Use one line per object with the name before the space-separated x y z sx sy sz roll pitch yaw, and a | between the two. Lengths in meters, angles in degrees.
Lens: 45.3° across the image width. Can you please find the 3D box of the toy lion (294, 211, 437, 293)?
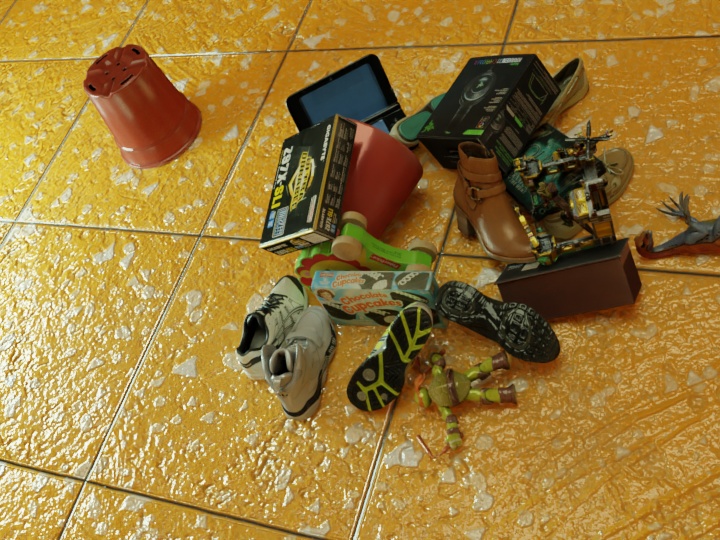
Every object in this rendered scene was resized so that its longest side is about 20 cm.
toy lion | 0.000 0.000 1.401 0.198 0.192 0.069 21 53 -12

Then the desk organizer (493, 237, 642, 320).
desk organizer | 0.312 0.020 1.300 0.199 0.078 0.072 -14 17 32

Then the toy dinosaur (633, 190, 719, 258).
toy dinosaur | 0.506 -0.052 1.271 0.181 0.105 0.201 -41 61 18

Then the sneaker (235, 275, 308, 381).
sneaker | -0.147 0.082 1.443 0.075 0.088 0.201 1 55 25

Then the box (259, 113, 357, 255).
box | -0.085 -0.134 1.389 0.159 0.049 0.202 -14 60 53

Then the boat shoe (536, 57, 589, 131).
boat shoe | 0.325 -0.294 1.528 0.200 0.063 0.073 -40 51 -8

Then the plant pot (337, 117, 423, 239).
plant pot | -0.016 -0.135 1.490 0.199 0.200 0.179 18 75 32

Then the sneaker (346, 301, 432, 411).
sneaker | 0.052 0.133 1.312 0.075 0.076 0.201 39 111 5

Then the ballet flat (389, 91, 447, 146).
ballet flat | 0.131 -0.274 1.586 0.199 0.070 0.069 -28 47 -26

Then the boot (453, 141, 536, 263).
boot | 0.220 -0.110 1.367 0.076 0.157 0.200 -19 35 -22

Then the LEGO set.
LEGO set | 0.296 -0.116 1.260 0.152 0.116 0.202 -5 66 20

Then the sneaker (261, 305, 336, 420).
sneaker | -0.096 0.126 1.371 0.074 0.115 0.201 -3 55 20

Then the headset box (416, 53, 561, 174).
headset box | 0.215 -0.265 1.491 0.201 0.093 0.174 -55 33 -12

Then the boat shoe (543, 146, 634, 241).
boat shoe | 0.371 -0.134 1.395 0.073 0.063 0.200 32 73 36

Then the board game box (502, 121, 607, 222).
board game box | 0.300 -0.167 1.419 0.135 0.028 0.200 -37 30 5

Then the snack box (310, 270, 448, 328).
snack box | 0.033 0.046 1.374 0.198 0.116 0.037 0 56 23

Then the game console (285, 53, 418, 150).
game console | -0.016 -0.278 1.626 0.199 0.117 0.177 -27 50 3

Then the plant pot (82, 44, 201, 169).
plant pot | -0.467 -0.353 1.817 0.199 0.196 0.202 -11 53 15

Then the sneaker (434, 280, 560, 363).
sneaker | 0.210 0.076 1.291 0.199 0.091 0.076 30 91 23

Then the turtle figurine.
turtle figurine | 0.143 0.166 1.275 0.160 0.065 0.201 -16 51 11
